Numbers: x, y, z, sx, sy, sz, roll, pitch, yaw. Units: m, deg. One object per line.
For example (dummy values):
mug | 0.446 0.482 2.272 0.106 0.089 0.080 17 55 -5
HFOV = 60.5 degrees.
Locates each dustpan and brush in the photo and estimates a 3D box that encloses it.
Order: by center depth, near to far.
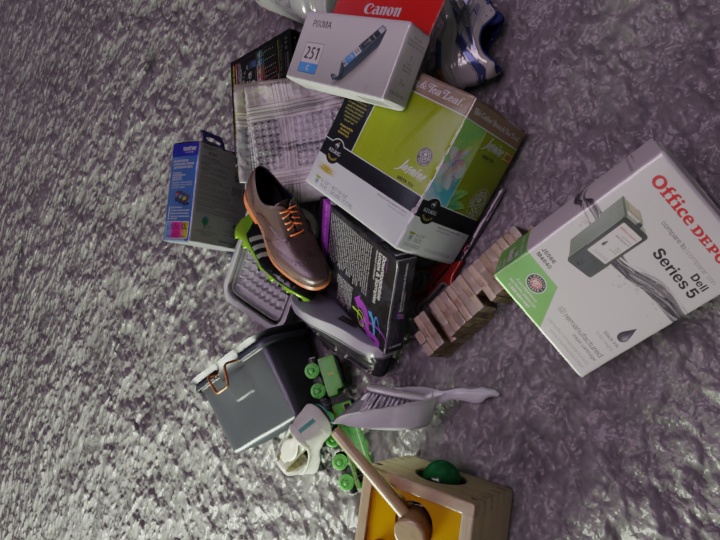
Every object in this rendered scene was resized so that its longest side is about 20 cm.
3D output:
dustpan and brush | 0.075 0.167 0.788 0.199 0.140 0.058 5 92 14

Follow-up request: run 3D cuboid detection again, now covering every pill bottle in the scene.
pill bottle | -0.081 -0.453 0.986 0.200 0.113 0.114 36 106 36

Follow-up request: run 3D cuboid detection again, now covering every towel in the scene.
towel | -0.099 -0.199 0.942 0.199 0.035 0.194 -4 96 14

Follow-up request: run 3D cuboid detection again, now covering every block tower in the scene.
block tower | 0.151 0.027 0.767 0.200 0.058 0.054 -46 59 23

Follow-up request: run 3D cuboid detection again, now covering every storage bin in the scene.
storage bin | -0.152 0.186 0.948 0.200 0.145 0.135 -36 73 30

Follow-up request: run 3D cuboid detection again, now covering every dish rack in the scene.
dish rack | -0.141 -0.017 1.019 0.171 0.043 0.201 27 101 37

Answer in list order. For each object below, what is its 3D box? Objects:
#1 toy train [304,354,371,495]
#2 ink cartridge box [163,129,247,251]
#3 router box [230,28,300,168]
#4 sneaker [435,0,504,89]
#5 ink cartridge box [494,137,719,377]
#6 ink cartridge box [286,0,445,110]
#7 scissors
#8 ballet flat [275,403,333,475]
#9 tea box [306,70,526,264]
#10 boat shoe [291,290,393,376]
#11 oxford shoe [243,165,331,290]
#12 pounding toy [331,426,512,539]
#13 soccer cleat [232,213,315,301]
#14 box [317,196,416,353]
toy train | -0.028 0.216 0.883 0.056 0.042 0.201 -19 79 2
ink cartridge box | -0.256 -0.140 1.069 0.076 0.136 0.202 6 87 34
router box | -0.147 -0.282 1.048 0.149 0.062 0.202 -13 76 36
sneaker | 0.150 -0.342 0.821 0.088 0.075 0.202 -1 89 27
ink cartridge box | 0.262 -0.012 0.629 0.200 0.084 0.146 -41 92 28
ink cartridge box | 0.006 -0.306 0.775 0.200 0.045 0.177 27 99 42
scissors | 0.135 -0.016 0.816 0.200 0.014 0.073 -44 56 24
ballet flat | -0.089 0.249 0.865 0.070 0.069 0.200 62 153 27
tea box | 0.066 -0.148 0.805 0.200 0.133 0.198 40 109 38
boat shoe | -0.030 0.093 0.905 0.199 0.070 0.067 25 123 34
oxford shoe | -0.107 -0.061 0.881 0.200 0.071 0.073 53 155 14
pounding toy | 0.064 0.303 0.743 0.183 0.142 0.202 6 88 39
soccer cleat | -0.124 -0.031 0.942 0.081 0.067 0.200 -50 56 7
box | 0.000 0.000 0.852 0.200 0.036 0.144 44 137 46
